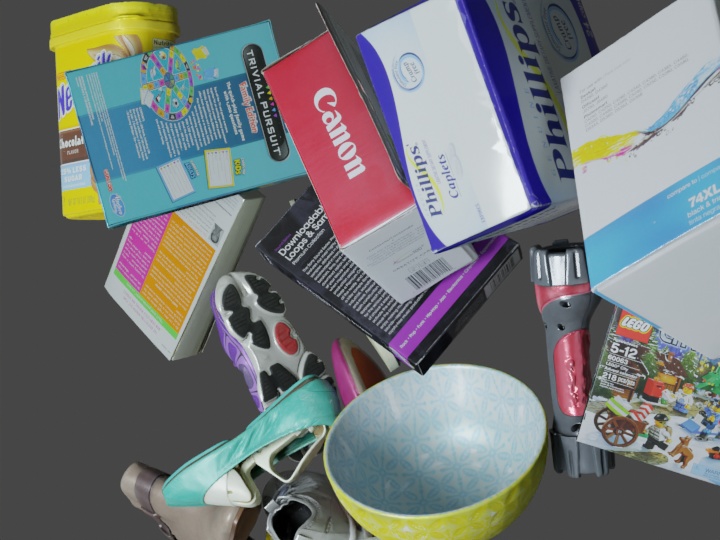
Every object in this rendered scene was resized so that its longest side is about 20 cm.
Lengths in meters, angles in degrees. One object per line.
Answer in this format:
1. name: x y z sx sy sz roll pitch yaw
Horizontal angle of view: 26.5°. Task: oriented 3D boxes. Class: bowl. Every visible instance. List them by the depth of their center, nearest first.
1. bowl: 0.075 0.185 1.352 0.200 0.200 0.108 12 132 34

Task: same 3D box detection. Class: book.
1. book: -0.187 -0.028 1.573 0.134 0.048 0.200 41 121 27

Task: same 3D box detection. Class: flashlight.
1. flashlight: 0.186 0.075 1.303 0.068 0.068 0.201 -4 98 23

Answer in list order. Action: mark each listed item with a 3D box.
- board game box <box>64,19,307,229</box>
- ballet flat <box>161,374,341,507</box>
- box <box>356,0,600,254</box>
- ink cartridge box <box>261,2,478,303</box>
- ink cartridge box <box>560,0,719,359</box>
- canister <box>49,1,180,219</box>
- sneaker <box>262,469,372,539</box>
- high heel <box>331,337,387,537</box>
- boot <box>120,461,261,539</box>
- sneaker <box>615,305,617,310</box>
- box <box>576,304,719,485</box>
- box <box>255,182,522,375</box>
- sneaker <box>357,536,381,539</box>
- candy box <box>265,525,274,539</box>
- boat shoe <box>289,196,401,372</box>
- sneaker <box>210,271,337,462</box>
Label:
1. board game box: -0.162 -0.137 1.449 0.047 0.200 0.151 174 81 -83
2. ballet flat: -0.099 0.180 1.439 0.200 0.067 0.070 -37 63 7
3. box: 0.117 -0.128 1.222 0.105 0.200 0.184 -22 87 36
4. ink cartridge box: -0.001 -0.099 1.292 0.084 0.176 0.200 -31 59 11
5. ink cartridge box: 0.254 -0.071 1.114 0.146 0.147 0.200 -33 45 36
6. canister: -0.243 -0.156 1.533 0.148 0.086 0.201 -5 87 44
7. sneaker: -0.058 0.229 1.469 0.075 0.082 0.200 -66 24 -3
8. high heel: -0.003 0.167 1.459 0.096 0.067 0.200 -26 88 27
9. boot: -0.177 0.241 1.557 0.146 0.070 0.200 29 157 10
10. sneaker: 0.264 0.059 1.239 0.108 0.067 0.202 8 103 38
11. box: 0.283 0.100 1.199 0.200 0.038 0.137 16 118 9
12. box: 0.024 -0.017 1.371 0.200 0.036 0.143 36 77 25
13. sneaker: 0.033 0.316 1.386 0.081 0.200 0.147 27 118 41
14. candy box: -0.057 0.340 1.507 0.102 0.026 0.200 -25 53 40
15. boat shoe: 0.001 0.001 1.430 0.063 0.074 0.202 -35 62 -3
16. sneaker: -0.088 0.094 1.521 0.200 0.081 0.083 66 157 1
